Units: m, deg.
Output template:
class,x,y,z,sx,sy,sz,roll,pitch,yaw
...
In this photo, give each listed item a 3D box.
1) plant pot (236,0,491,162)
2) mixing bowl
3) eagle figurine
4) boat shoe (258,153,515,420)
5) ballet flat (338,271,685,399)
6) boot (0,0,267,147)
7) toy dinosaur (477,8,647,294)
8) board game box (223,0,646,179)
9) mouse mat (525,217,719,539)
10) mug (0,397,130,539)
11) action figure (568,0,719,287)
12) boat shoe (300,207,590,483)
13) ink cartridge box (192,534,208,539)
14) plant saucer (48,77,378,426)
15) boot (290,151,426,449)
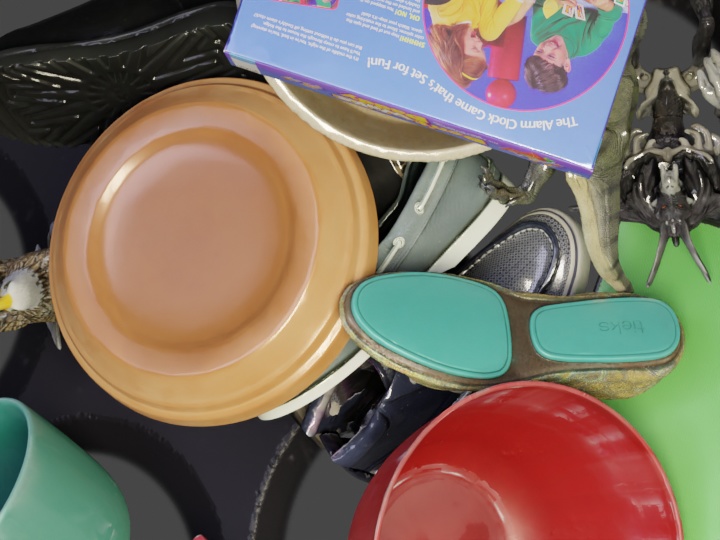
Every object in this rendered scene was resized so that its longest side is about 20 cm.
class,x,y,z,sx,sy,sz,roll,pitch,yaw
plant pot,0.037,-0.184,1.515,0.200,0.184,0.201,1,110,4
mixing bowl,0.067,0.162,1.461,0.108,0.200,0.201,-7,74,60
eagle figurine,-0.176,0.002,1.633,0.200,0.152,0.151,-14,39,22
boat shoe,0.000,0.000,1.509,0.200,0.062,0.073,-45,18,-10
ballet flat,0.080,0.043,1.473,0.071,0.199,0.071,-177,90,-76
boot,-0.132,-0.162,1.589,0.211,0.080,0.158,-10,49,16
toy dinosaur,0.110,-0.067,1.433,0.088,0.047,0.200,-5,120,-6
board game box,0.045,-0.142,1.374,0.200,0.045,0.135,18,87,4
mouse mat,0.187,0.071,1.500,0.161,0.008,0.201,18,90,32
mug,-0.217,0.183,1.626,0.152,0.114,0.185,-30,34,28
action figure,0.168,-0.097,1.490,0.119,0.102,0.201,-7,74,14
boat shoe,0.050,0.043,1.536,0.075,0.093,0.200,41,102,30
ink cartridge box,-0.085,0.268,1.519,0.148,0.086,0.200,-40,39,-6
plant saucer,-0.088,-0.014,1.486,0.200,0.037,0.201,-5,77,20
boot,-0.009,-0.007,1.577,0.150,0.073,0.200,-27,106,-9
